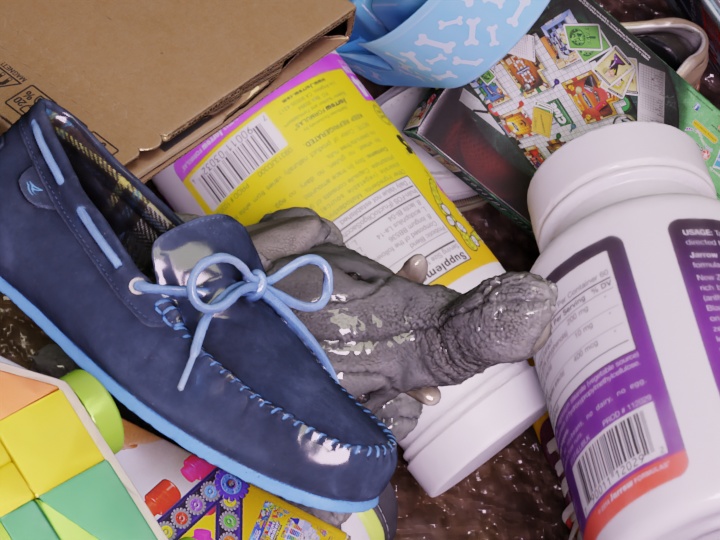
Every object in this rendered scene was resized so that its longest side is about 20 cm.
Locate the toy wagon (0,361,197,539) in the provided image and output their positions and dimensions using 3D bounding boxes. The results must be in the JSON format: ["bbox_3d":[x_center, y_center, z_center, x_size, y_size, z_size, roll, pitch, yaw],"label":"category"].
[{"bbox_3d":[-0.140,0.087,0.796,0.155,0.040,0.201,-28,79,-30],"label":"toy wagon"}]

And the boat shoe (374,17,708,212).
[{"bbox_3d":[0.082,-0.085,1.197,0.199,0.068,0.075,-21,75,-29],"label":"boat shoe"}]

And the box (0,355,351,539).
[{"bbox_3d":[-0.137,0.137,0.914,0.192,0.200,0.123,28,59,-6],"label":"box"}]

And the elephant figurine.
[{"bbox_3d":[-0.032,0.027,0.938,0.155,0.200,0.142,-44,88,-7],"label":"elephant figurine"}]

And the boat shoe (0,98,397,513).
[{"bbox_3d":[-0.065,0.008,0.852,0.199,0.069,0.084,34,14,19],"label":"boat shoe"}]

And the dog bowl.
[{"bbox_3d":[0.034,-0.136,1.140,0.049,0.200,0.112,36,82,-20],"label":"dog bowl"}]

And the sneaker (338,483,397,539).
[{"bbox_3d":[-0.069,0.071,1.054,0.200,0.072,0.083,43,58,3],"label":"sneaker"}]

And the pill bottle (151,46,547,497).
[{"bbox_3d":[0.000,0.000,1.099,0.104,0.104,0.200,-31,80,-32],"label":"pill bottle"}]

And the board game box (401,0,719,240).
[{"bbox_3d":[0.122,-0.049,1.163,0.200,0.023,0.105,38,80,-22],"label":"board game box"}]

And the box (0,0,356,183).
[{"bbox_3d":[-0.126,-0.122,1.069,0.200,0.021,0.163,36,54,24],"label":"box"}]

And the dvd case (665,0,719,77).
[{"bbox_3d":[0.185,-0.117,1.222,0.022,0.146,0.201,-33,79,3],"label":"dvd case"}]

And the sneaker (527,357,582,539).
[{"bbox_3d":[0.121,0.102,1.114,0.200,0.075,0.090,48,52,8],"label":"sneaker"}]

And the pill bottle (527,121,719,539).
[{"bbox_3d":[0.131,0.039,1.037,0.111,0.112,0.201,3,52,-21],"label":"pill bottle"}]
